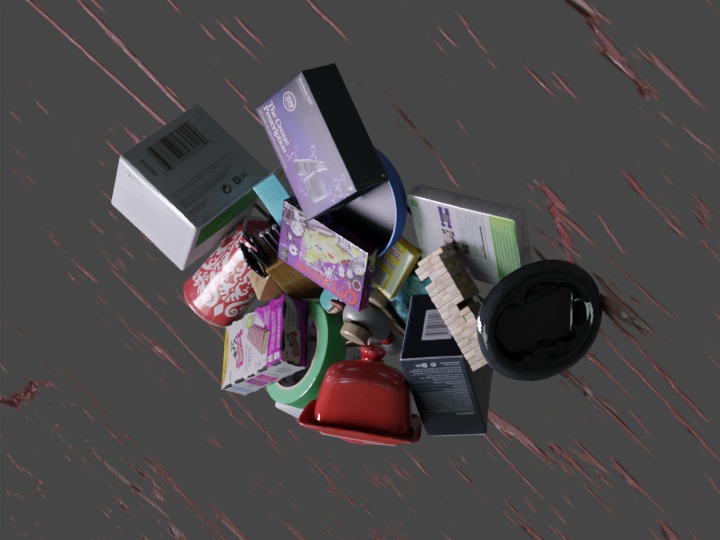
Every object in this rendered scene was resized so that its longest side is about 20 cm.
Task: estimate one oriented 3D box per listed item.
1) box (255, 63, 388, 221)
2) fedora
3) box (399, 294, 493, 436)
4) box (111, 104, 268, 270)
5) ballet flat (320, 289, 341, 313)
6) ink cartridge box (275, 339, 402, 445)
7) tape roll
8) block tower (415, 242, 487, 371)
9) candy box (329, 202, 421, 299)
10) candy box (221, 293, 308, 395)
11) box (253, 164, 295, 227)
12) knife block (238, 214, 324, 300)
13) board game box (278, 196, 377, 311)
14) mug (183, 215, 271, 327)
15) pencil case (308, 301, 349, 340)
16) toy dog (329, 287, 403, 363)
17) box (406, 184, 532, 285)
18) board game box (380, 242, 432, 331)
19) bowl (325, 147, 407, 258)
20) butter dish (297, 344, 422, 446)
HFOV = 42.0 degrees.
[{"bbox_3d":[-0.062,-0.198,1.463,0.141,0.079,0.200,-26,88,47],"label":"box"},{"bbox_3d":[0.251,0.064,1.384,0.201,0.201,0.092,61,171,-22],"label":"fedora"},{"bbox_3d":[0.148,0.157,1.566,0.107,0.148,0.200,-6,131,18],"label":"box"},{"bbox_3d":[-0.320,-0.154,1.748,0.200,0.199,0.171,44,147,5],"label":"box"},{"bbox_3d":[0.000,0.000,1.671,0.200,0.065,0.071,-50,55,34],"label":"ballet flat"},{"bbox_3d":[-0.034,0.238,1.837,0.200,0.145,0.145,30,157,-29],"label":"ink cartridge box"},{"bbox_3d":[-0.105,0.155,1.747,0.048,0.201,0.200,22,162,-34],"label":"tape roll"},{"bbox_3d":[0.160,0.060,1.449,0.058,0.054,0.200,-37,80,37],"label":"block tower"},{"bbox_3d":[0.008,-0.054,1.589,0.200,0.026,0.102,45,126,22],"label":"candy box"},{"bbox_3d":[-0.181,0.142,1.762,0.061,0.136,0.200,20,146,-34],"label":"candy box"},{"bbox_3d":[-0.108,-0.088,1.677,0.049,0.082,0.200,-31,102,16],"label":"box"},{"bbox_3d":[-0.130,-0.027,1.719,0.064,0.200,0.176,63,141,38],"label":"knife block"},{"bbox_3d":[-0.059,-0.029,1.571,0.200,0.032,0.120,32,135,31],"label":"board game box"},{"bbox_3d":[-0.245,-0.017,1.845,0.200,0.133,0.178,-48,45,30],"label":"mug"},{"bbox_3d":[-0.046,0.098,1.815,0.200,0.087,0.087,-4,123,53],"label":"pencil case"},{"bbox_3d":[0.006,0.097,1.661,0.096,0.132,0.200,24,147,28],"label":"toy dog"},{"bbox_3d":[0.172,-0.050,1.459,0.200,0.036,0.144,19,139,37],"label":"box"},{"bbox_3d":[0.100,0.044,1.648,0.135,0.028,0.200,34,146,16],"label":"board game box"},{"bbox_3d":[-0.006,-0.114,1.532,0.201,0.039,0.201,18,118,38],"label":"bowl"},{"bbox_3d":[0.011,0.197,1.560,0.200,0.199,0.148,9,95,4],"label":"butter dish"}]
